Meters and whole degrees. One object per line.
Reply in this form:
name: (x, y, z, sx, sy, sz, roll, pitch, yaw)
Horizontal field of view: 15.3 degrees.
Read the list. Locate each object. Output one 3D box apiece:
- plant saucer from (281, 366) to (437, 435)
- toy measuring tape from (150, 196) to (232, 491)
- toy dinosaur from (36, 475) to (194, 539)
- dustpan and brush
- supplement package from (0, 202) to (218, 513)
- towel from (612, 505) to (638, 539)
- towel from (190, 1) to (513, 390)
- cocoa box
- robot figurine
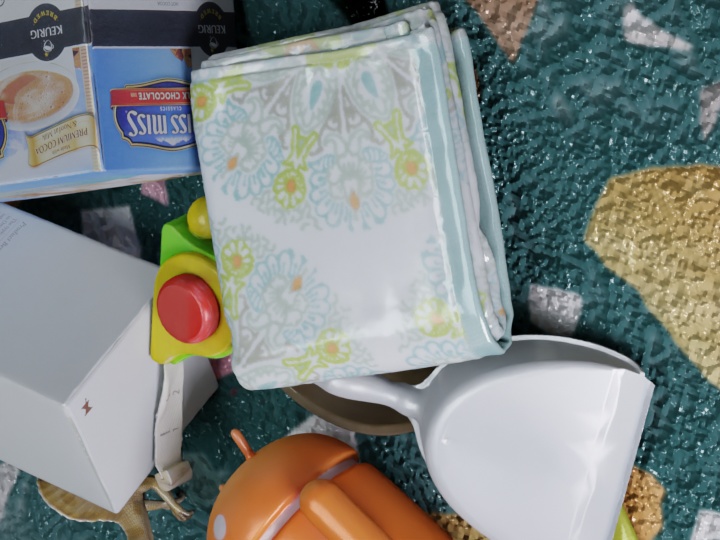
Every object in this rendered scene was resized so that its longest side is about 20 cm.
plant saucer: (0.000, 0.000, 1.588, 0.199, 0.029, 0.201, 14, 114, 32)
toy measuring tape: (-0.089, 0.051, 1.614, 0.073, 0.073, 0.201, 20, 118, 30)
toy dinosaur: (-0.176, 0.127, 1.722, 0.200, 0.101, 0.058, 36, 126, 21)
dustpan and brush: (0.057, 0.087, 1.538, 0.199, 0.057, 0.140, 13, 112, 1)
supplement package: (-0.211, 0.046, 1.685, 0.199, 0.117, 0.118, 22, 148, 30)
towel: (0.160, 0.231, 1.565, 0.086, 0.018, 0.201, -25, 90, 35)
towel: (-0.007, -0.040, 1.517, 0.171, 0.048, 0.201, -9, 90, 30)
cocoa box: (-0.186, -0.113, 1.604, 0.199, 0.133, 0.132, -6, 89, 39)
robot figurine: (-0.010, 0.179, 1.596, 0.200, 0.144, 0.117, 42, 106, 15)
